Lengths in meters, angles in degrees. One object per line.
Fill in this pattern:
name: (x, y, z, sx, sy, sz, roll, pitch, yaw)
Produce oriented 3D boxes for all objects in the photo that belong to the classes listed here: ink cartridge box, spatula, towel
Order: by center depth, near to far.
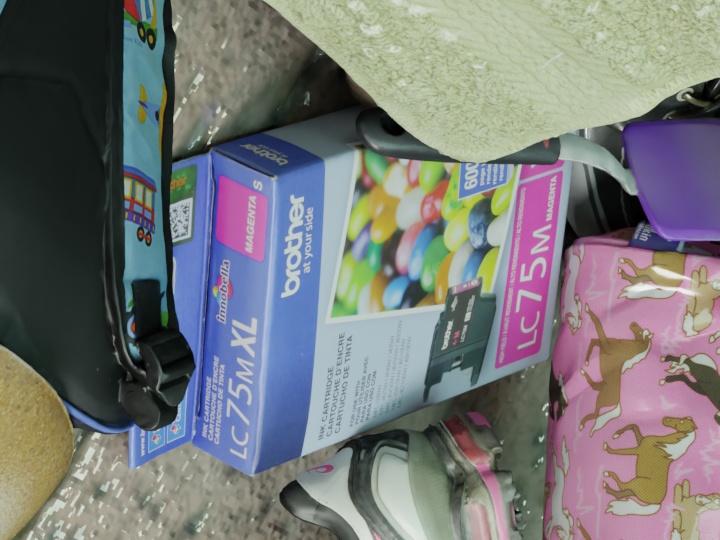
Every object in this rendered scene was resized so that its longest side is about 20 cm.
towel: (0.028, -0.109, 0.937, 0.200, 0.148, 0.037, 40, 44, -31)
ink cartridge box: (0.000, 0.000, 1.075, 0.200, 0.042, 0.119, -17, 122, -41)
spatula: (0.079, -0.042, 1.078, 0.200, 0.057, 0.021, 8, 144, -38)

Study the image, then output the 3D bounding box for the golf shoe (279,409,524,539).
golf shoe: (0.021, 0.153, 1.113, 0.092, 0.073, 0.200, -13, 107, -9)

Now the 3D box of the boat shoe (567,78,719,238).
boat shoe: (0.117, -0.090, 1.144, 0.069, 0.057, 0.200, -26, 128, -39)

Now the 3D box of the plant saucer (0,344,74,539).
plant saucer: (-0.178, 0.057, 0.784, 0.200, 0.200, 0.035, 40, 43, -51)

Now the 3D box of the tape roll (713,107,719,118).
tape roll: (0.195, -0.073, 1.127, 0.048, 0.200, 0.201, -1, 113, -22)

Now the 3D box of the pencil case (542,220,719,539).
pencil case: (0.115, 0.083, 1.136, 0.083, 0.087, 0.200, 6, 86, -12)

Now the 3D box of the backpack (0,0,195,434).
backpack: (-0.133, -0.064, 0.810, 0.183, 0.134, 0.200, 41, 46, -52)

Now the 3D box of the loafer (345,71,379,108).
loafer: (0.088, -0.095, 1.067, 0.200, 0.072, 0.063, -4, 134, -16)
